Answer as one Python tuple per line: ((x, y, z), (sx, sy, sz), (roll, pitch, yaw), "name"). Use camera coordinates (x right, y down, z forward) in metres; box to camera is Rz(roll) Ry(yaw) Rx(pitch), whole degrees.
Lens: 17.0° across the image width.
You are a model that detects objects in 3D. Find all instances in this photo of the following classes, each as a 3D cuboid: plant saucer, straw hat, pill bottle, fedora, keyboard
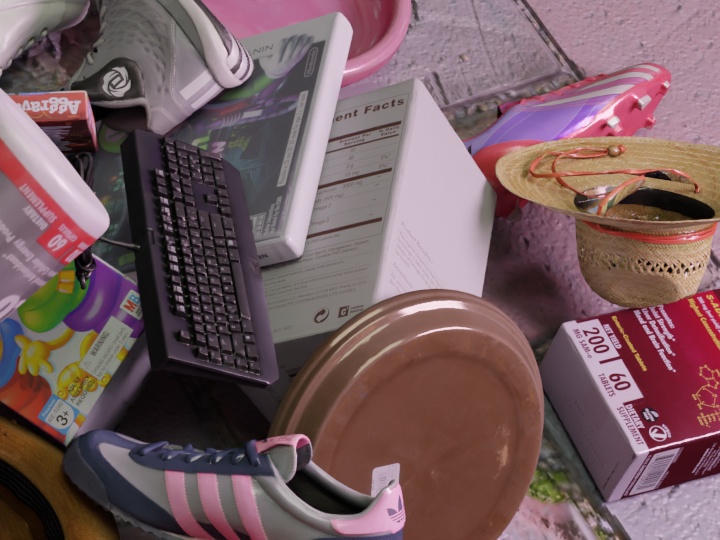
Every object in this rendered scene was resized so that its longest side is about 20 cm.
((0.032, 0.108, 1.409), (0.200, 0.201, 0.029), (-17, 29, -29), "plant saucer")
((-0.066, -0.192, 1.690), (0.200, 0.051, 0.201), (12, 47, -12), "plant saucer")
((0.184, -0.022, 1.570), (0.200, 0.085, 0.201), (1, 18, 0), "straw hat")
((-0.247, -0.003, 1.321), (0.200, 0.114, 0.114), (-41, 70, 1), "pill bottle")
((-0.231, 0.168, 1.340), (0.200, 0.082, 0.201), (6, 47, -7), "fedora")
((-0.115, -0.014, 1.389), (0.127, 0.021, 0.200), (11, 38, -22), "keyboard")

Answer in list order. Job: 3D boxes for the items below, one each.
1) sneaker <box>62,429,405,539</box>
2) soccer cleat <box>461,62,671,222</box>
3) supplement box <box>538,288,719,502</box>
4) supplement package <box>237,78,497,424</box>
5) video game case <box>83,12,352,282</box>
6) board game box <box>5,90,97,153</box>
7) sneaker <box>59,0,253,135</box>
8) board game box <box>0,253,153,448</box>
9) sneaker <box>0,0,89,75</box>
((-0.066, 0.116, 1.331), (0.200, 0.082, 0.070), (22, 19, 10), "sneaker")
((0.140, -0.105, 1.691), (0.076, 0.067, 0.200), (41, 54, 21), "soccer cleat")
((0.229, 0.073, 1.582), (0.200, 0.061, 0.109), (-12, 57, -27), "supplement box")
((0.000, 0.000, 1.498), (0.117, 0.117, 0.200), (-14, 43, 27), "supplement package")
((-0.102, -0.070, 1.532), (0.181, 0.023, 0.200), (-13, 45, 26), "video game case")
((-0.214, -0.087, 1.471), (0.103, 0.200, 0.020), (-4, 88, -4), "board game box")
((-0.165, -0.160, 1.575), (0.115, 0.075, 0.200), (-42, 54, 2), "sneaker")
((-0.218, 0.012, 1.428), (0.200, 0.105, 0.103), (33, 85, 8), "board game box")
((-0.258, -0.137, 1.590), (0.200, 0.073, 0.085), (-20, 91, -37), "sneaker")
